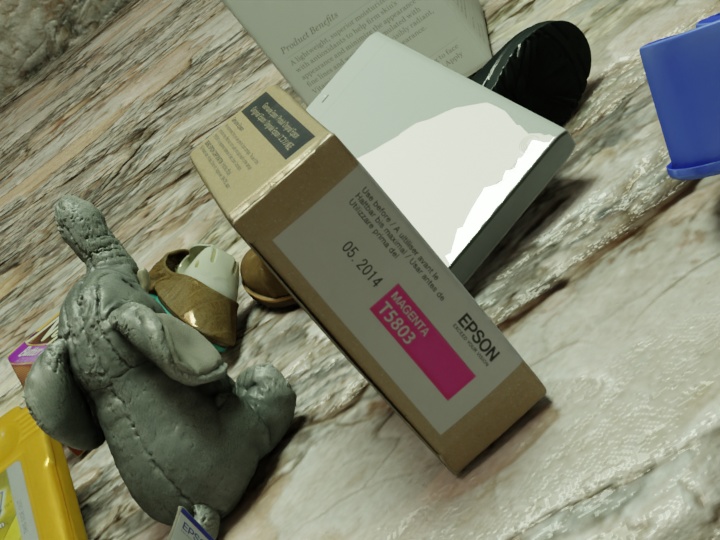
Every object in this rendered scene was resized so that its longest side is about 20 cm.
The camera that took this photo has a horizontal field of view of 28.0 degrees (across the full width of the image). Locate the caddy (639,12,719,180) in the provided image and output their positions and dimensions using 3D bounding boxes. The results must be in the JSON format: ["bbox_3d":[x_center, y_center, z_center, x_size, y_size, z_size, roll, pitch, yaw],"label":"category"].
[{"bbox_3d":[0.249,-0.102,0.769,0.200,0.105,0.141,-15,8,47],"label":"caddy"}]

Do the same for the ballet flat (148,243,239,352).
[{"bbox_3d":[-0.134,0.013,1.199,0.072,0.068,0.200,-59,18,-3],"label":"ballet flat"}]

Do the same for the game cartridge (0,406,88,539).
[{"bbox_3d":[-0.278,0.203,1.029,0.176,0.032,0.200,-38,41,4],"label":"game cartridge"}]

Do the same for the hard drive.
[{"bbox_3d":[0.037,-0.082,1.017,0.132,0.026,0.200,-50,49,-6],"label":"hard drive"}]

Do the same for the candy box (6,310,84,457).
[{"bbox_3d":[-0.235,0.077,1.254,0.117,0.056,0.200,-42,23,-8],"label":"candy box"}]

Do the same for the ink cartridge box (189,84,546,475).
[{"bbox_3d":[0.000,0.000,0.828,0.075,0.200,0.165,-40,22,-1],"label":"ink cartridge box"}]

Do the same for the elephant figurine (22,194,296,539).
[{"bbox_3d":[-0.151,0.065,0.942,0.142,0.200,0.155,-47,23,-20],"label":"elephant figurine"}]

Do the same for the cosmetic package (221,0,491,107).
[{"bbox_3d":[-0.004,-0.250,1.329,0.165,0.200,0.165,-32,23,17],"label":"cosmetic package"}]

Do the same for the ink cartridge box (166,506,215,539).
[{"bbox_3d":[-0.086,0.213,0.685,0.039,0.099,0.200,-31,22,22],"label":"ink cartridge box"}]

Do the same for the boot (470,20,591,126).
[{"bbox_3d":[0.068,-0.111,1.110,0.198,0.073,0.162,-53,29,-17],"label":"boot"}]

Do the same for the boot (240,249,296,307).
[{"bbox_3d":[-0.049,-0.016,1.115,0.074,0.075,0.200,-49,22,-19],"label":"boot"}]
